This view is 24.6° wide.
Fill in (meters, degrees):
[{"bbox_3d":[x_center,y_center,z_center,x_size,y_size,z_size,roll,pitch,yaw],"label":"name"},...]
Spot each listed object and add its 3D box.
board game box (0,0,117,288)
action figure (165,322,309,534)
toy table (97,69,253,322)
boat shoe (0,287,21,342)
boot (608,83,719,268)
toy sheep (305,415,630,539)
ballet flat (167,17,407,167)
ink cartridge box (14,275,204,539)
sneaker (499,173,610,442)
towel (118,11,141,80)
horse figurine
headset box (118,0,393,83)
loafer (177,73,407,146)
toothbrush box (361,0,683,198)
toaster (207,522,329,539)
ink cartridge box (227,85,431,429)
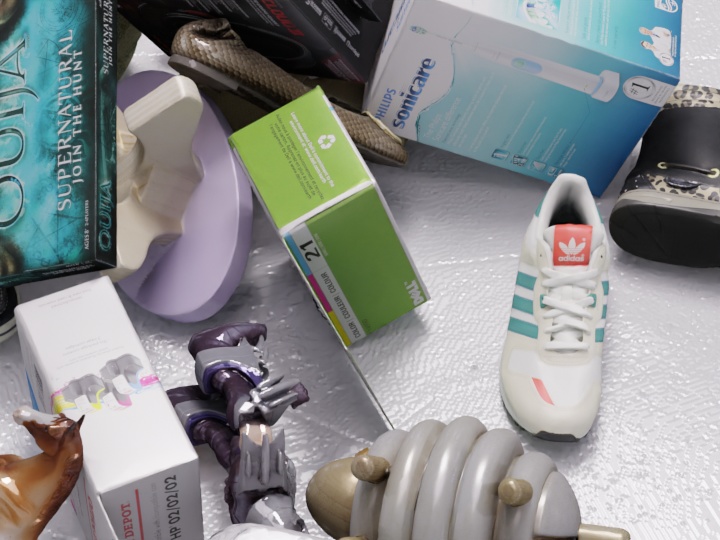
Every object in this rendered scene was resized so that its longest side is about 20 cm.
[{"bbox_3d":[-0.225,-0.090,1.110,0.135,0.028,0.201,-10,73,26],"label":"board game box"},{"bbox_3d":[-0.067,0.110,1.030,0.069,0.131,0.200,3,27,-23],"label":"action figure"},{"bbox_3d":[-0.164,-0.066,1.158,0.184,0.117,0.200,-40,60,14],"label":"toy table"},{"bbox_3d":[-0.305,-0.022,1.194,0.074,0.062,0.200,-22,53,-21],"label":"boat shoe"},{"bbox_3d":[0.293,-0.065,1.224,0.202,0.074,0.154,11,46,8],"label":"boot"},{"bbox_3d":[0.062,0.151,0.992,0.199,0.138,0.138,12,49,18],"label":"toy sheep"},{"bbox_3d":[-0.045,-0.126,1.178,0.199,0.067,0.047,25,82,-26],"label":"ballet flat"},{"bbox_3d":[-0.149,0.118,1.033,0.068,0.115,0.200,-18,52,-17],"label":"ink cartridge box"},{"bbox_3d":[0.135,0.020,1.133,0.070,0.094,0.200,6,48,5],"label":"sneaker"},{"bbox_3d":[-0.220,-0.152,1.257,0.036,0.149,0.200,34,55,5],"label":"towel"},{"bbox_3d":[-0.234,0.168,0.985,0.132,0.050,0.201,13,92,17],"label":"horse figurine"},{"bbox_3d":[-0.080,-0.204,1.180,0.199,0.149,0.075,11,77,26],"label":"headset box"},{"bbox_3d":[-0.049,-0.124,1.273,0.199,0.076,0.068,-1,42,-1],"label":"loafer"},{"bbox_3d":[0.116,-0.153,1.214,0.199,0.147,0.086,15,53,-8],"label":"toothbrush box"},{"bbox_3d":[-0.023,0.226,0.928,0.199,0.130,0.114,15,51,13],"label":"toaster"},{"bbox_3d":[0.000,0.000,1.107,0.076,0.148,0.200,-30,53,-2],"label":"ink cartridge box"}]
